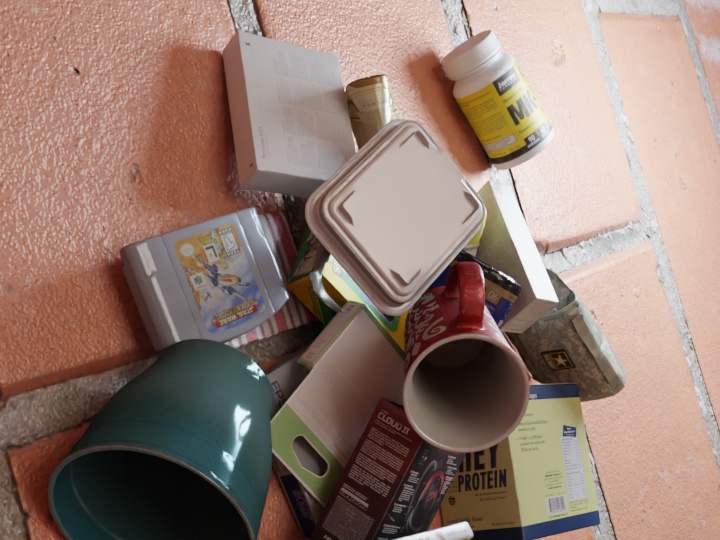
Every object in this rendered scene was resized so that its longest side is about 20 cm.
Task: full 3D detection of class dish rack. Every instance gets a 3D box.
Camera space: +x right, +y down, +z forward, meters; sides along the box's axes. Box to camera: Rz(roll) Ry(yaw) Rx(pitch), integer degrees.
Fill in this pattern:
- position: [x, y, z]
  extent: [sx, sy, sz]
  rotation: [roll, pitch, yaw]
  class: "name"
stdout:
- position: [0.051, -0.069, 1.150]
  extent: [0.172, 0.043, 0.200]
  rotation: [49, 61, -9]
  class: "dish rack"

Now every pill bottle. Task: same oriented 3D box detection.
- position: [0.118, 0.080, 1.329]
  extent: [0.111, 0.112, 0.201]
  rotation: [26, 94, -39]
  class: "pill bottle"
- position: [0.218, -0.274, 1.620]
  extent: [0.201, 0.114, 0.114]
  rotation: [56, 43, -17]
  class: "pill bottle"

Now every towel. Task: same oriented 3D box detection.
- position: [-0.139, 0.012, 1.191]
  extent: [0.199, 0.030, 0.148]
  rotation: [-15, 86, -50]
  class: "towel"

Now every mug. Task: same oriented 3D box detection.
- position: [0.120, 0.082, 1.131]
  extent: [0.133, 0.179, 0.200]
  rotation: [30, 14, -9]
  class: "mug"

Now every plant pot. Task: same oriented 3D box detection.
- position: [-0.172, 0.175, 0.982]
  extent: [0.200, 0.199, 0.189]
  rotation: [50, 33, -23]
  class: "plant pot"

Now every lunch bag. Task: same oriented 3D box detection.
- position: [0.297, 0.099, 1.503]
  extent: [0.117, 0.200, 0.165]
  rotation: [-36, 108, -7]
  class: "lunch bag"

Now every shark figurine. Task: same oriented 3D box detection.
- position: [-0.001, -0.057, 1.184]
  extent: [0.213, 0.090, 0.128]
  rotation: [-32, 60, -21]
  class: "shark figurine"

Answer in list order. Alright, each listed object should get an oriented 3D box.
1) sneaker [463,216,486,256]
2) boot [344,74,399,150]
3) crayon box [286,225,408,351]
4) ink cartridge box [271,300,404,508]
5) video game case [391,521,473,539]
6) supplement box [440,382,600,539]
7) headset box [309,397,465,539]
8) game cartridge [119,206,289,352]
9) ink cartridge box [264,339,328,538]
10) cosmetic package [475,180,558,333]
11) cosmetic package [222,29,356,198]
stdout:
- position: [0.108, -0.110, 1.410]
  extent: [0.078, 0.091, 0.200]
  rotation: [-20, 56, -43]
  class: "sneaker"
- position: [0.025, -0.171, 1.349]
  extent: [0.200, 0.072, 0.157]
  rotation: [-159, -125, -87]
  class: "boot"
- position: [0.000, 0.000, 1.302]
  extent: [0.173, 0.058, 0.201]
  rotation: [46, 36, -25]
  class: "crayon box"
- position: [-0.024, 0.158, 1.183]
  extent: [0.200, 0.048, 0.146]
  rotation: [-48, 118, -19]
  class: "ink cartridge box"
- position: [0.005, 0.345, 1.104]
  extent: [0.181, 0.200, 0.023]
  rotation: [1, 50, -46]
  class: "video game case"
- position: [0.215, 0.268, 1.408]
  extent: [0.199, 0.133, 0.202]
  rotation: [6, 73, -47]
  class: "supplement box"
- position: [0.044, 0.244, 1.176]
  extent: [0.202, 0.075, 0.148]
  rotation: [-63, 150, -2]
  class: "headset box"
- position: [-0.163, 0.013, 1.114]
  extent: [0.199, 0.041, 0.134]
  rotation: [-24, 88, -50]
  class: "game cartridge"
- position: [-0.035, 0.189, 1.231]
  extent: [0.199, 0.040, 0.201]
  rotation: [-30, 99, -49]
  class: "ink cartridge box"
- position: [0.202, -0.020, 1.406]
  extent: [0.050, 0.083, 0.202]
  rotation: [10, 51, -37]
  class: "cosmetic package"
- position: [-0.086, -0.190, 1.255]
  extent: [0.150, 0.052, 0.202]
  rotation: [8, 60, -35]
  class: "cosmetic package"
